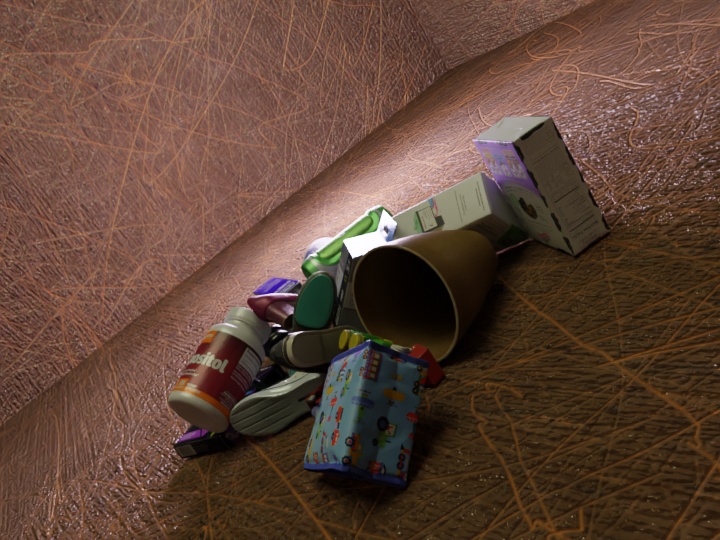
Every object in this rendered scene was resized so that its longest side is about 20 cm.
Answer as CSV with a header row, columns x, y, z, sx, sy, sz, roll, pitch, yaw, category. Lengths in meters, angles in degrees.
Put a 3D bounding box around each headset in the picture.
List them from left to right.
x,y,z,sx,sy,sz,roll,pitch,yaw,category
-0.125,0.150,1.335,0.123,0.094,0.201,9,51,33,headset

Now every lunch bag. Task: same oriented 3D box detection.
x,y,z,sx,sy,sz,roll,pitch,yaw,category
-0.016,0.182,0.906,0.200,0.094,0.152,-19,53,59,lunch bag

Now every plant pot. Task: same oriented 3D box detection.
x,y,z,sx,sy,sz,roll,pitch,yaw,category
0.119,0.015,1.084,0.186,0.187,0.200,-19,9,45,plant pot

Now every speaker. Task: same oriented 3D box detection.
x,y,z,sx,sy,sz,roll,pitch,yaw,category
-0.018,-0.040,1.402,0.200,0.089,0.088,-38,16,-14,speaker

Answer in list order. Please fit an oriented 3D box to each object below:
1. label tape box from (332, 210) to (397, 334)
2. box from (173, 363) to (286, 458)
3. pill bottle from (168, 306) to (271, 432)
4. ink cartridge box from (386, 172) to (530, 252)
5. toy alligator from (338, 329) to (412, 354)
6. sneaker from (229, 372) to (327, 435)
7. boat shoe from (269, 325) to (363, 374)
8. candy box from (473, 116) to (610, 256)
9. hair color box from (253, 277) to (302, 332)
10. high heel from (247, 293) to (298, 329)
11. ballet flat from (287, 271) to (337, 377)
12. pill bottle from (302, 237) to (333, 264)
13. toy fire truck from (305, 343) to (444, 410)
x,y,z,sx,sy,sz,roll,pitch,yaw,category
0.000,0.000,1.217,0.144,0.063,0.202,-119,40,-74,label tape box
-0.239,0.257,1.325,0.142,0.036,0.200,-22,19,38,box
-0.236,0.167,1.240,0.113,0.113,0.201,-17,38,47,pill bottle
0.166,-0.071,1.234,0.199,0.144,0.085,-25,61,32,ink cartridge box
0.016,0.120,0.999,0.200,0.059,0.055,-174,96,-68,toy alligator
-0.119,0.212,1.173,0.199,0.073,0.071,-22,9,13,sneaker
-0.056,0.126,1.111,0.062,0.073,0.199,-16,-17,37,boat shoe
0.277,-0.135,1.107,0.071,0.201,0.168,-34,16,-3,candy box
-0.154,0.078,1.539,0.065,0.110,0.200,-40,16,-18,hair color box
-0.111,0.061,1.305,0.200,0.096,0.068,1,-68,-58,high heel
-0.082,0.095,1.224,0.074,0.074,0.201,-131,56,-74,ballet flat
-0.046,-0.007,1.547,0.119,0.120,0.200,-38,16,-12,pill bottle
0.015,0.168,1.040,0.141,0.049,0.200,-42,16,-25,toy fire truck
